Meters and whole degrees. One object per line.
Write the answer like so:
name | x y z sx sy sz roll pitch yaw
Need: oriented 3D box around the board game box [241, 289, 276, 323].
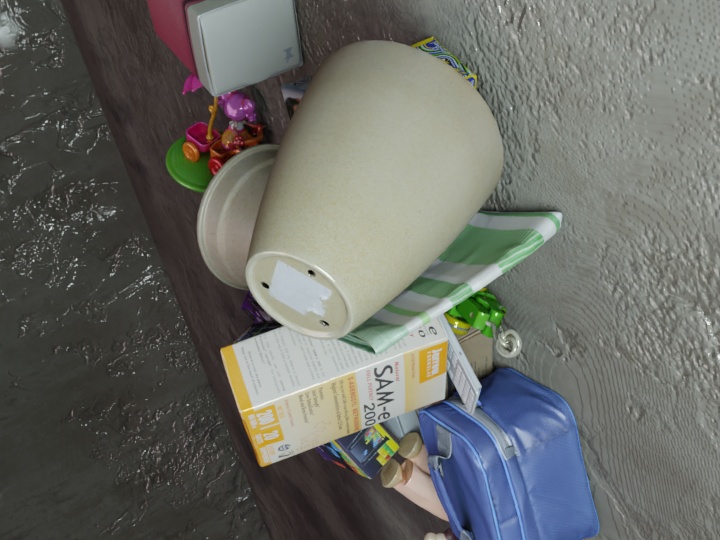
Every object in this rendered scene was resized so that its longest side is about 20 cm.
board game box | -0.068 0.100 1.119 0.200 0.032 0.120 46 167 1

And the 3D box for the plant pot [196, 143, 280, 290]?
plant pot | -0.075 -0.043 1.147 0.183 0.200 0.202 25 138 45

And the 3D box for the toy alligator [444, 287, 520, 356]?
toy alligator | 0.115 0.035 0.888 0.200 0.054 0.060 44 117 54

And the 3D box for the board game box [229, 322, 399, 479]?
board game box | -0.063 0.152 1.084 0.200 0.057 0.165 49 161 -11

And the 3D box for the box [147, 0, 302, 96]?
box | -0.176 -0.324 1.127 0.200 0.127 0.110 47 153 41

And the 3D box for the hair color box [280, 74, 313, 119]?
hair color box | -0.014 -0.157 0.999 0.200 0.060 0.100 32 142 59

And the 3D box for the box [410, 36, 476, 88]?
box | 0.059 -0.110 0.854 0.070 0.064 0.201 51 157 35

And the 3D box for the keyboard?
keyboard | 0.066 0.043 0.875 0.056 0.011 0.201 100 148 -59

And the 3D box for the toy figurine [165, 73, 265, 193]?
toy figurine | -0.203 -0.222 1.362 0.199 0.150 0.185 33 139 20

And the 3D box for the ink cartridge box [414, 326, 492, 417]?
ink cartridge box | 0.068 0.074 1.039 0.200 0.075 0.166 48 156 43

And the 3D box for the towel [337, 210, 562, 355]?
towel | 0.062 0.003 0.771 0.024 0.199 0.152 63 162 -14

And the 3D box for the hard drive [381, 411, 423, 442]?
hard drive | 0.004 0.122 1.117 0.200 0.027 0.133 33 147 58

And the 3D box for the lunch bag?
lunch bag | 0.140 0.205 0.915 0.136 0.131 0.202 24 136 62

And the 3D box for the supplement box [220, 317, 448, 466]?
supplement box | -0.020 0.099 0.856 0.127 0.198 0.074 83 164 -56

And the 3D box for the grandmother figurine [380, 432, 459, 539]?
grandmother figurine | 0.118 0.274 1.051 0.199 0.122 0.061 34 -171 -14

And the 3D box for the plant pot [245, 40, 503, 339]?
plant pot | -0.006 -0.050 0.727 0.186 0.201 0.188 20 142 17
